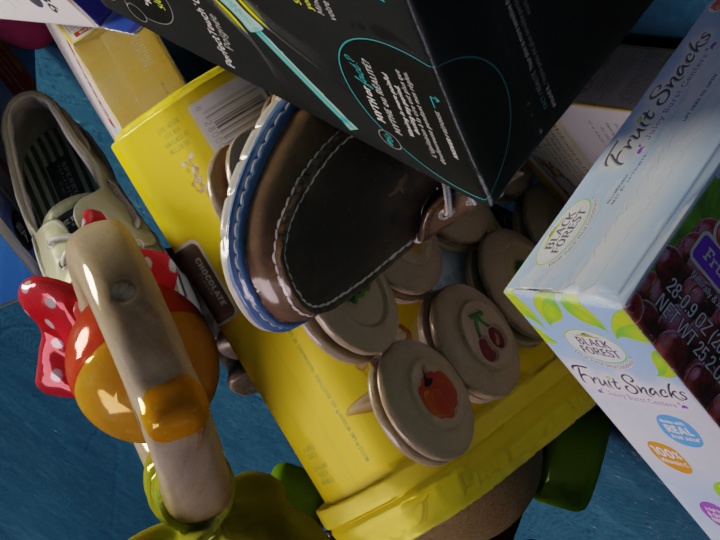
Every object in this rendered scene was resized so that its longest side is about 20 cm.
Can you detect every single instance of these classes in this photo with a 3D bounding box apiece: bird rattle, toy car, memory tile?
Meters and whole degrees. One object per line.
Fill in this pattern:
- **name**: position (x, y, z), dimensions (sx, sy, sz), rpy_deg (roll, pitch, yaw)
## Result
- **bird rattle**: position (-0.083, 0.044, 1.141), dimensions (0.163, 0.112, 0.201), rpy_deg (87, 168, -58)
- **toy car**: position (0.046, 0.079, 1.348), dimensions (0.163, 0.159, 0.200), rpy_deg (17, 151, 0)
- **memory tile**: position (0.025, -0.022, 1.095), dimensions (0.017, 0.200, 0.154), rpy_deg (-33, 98, 36)

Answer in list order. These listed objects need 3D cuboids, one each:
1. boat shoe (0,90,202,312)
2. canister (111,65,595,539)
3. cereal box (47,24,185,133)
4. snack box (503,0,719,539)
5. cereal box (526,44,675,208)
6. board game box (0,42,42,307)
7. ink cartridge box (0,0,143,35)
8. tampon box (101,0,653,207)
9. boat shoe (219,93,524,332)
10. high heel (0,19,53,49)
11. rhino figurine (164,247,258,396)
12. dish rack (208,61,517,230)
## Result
- **boat shoe**: position (-0.140, -0.011, 1.381), dimensions (0.200, 0.072, 0.062), rpy_deg (57, -178, 40)
- **canister**: position (0.000, 0.000, 1.139), dimensions (0.086, 0.148, 0.201), rpy_deg (-30, 91, 40)
- **cereal box**: position (-0.098, -0.070, 1.302), dimensions (0.144, 0.039, 0.200), rpy_deg (60, 176, -18)
- **snack box**: position (0.164, 0.011, 0.913), dimensions (0.067, 0.169, 0.200), rpy_deg (8, 145, 53)
- **cereal box**: position (0.148, -0.027, 1.069), dimensions (0.200, 0.040, 0.144), rpy_deg (13, 149, 54)
- **board game box**: position (-0.239, -0.110, 1.438), dimensions (0.197, 0.056, 0.200), rpy_deg (-99, -18, -44)
- **ink cartridge box**: position (-0.127, -0.156, 1.211), dimensions (0.200, 0.100, 0.039), rpy_deg (12, 148, 54)
- **tampon box**: position (-0.010, -0.146, 0.945), dimensions (0.199, 0.126, 0.150), rpy_deg (29, 160, 33)
- **boat shoe**: position (0.023, -0.054, 1.005), dimensions (0.072, 0.200, 0.072), rpy_deg (0, 132, 42)
- **high heel**: position (-0.196, -0.185, 1.340), dimensions (0.096, 0.067, 0.201), rpy_deg (25, 148, 58)
- **rhino figurine**: position (-0.076, 0.019, 1.461), dimensions (0.060, 0.199, 0.088), rpy_deg (109, 147, -46)
- **dish rack**: position (0.020, -0.044, 1.275), dimensions (0.199, 0.055, 0.154), rpy_deg (31, 163, 20)
